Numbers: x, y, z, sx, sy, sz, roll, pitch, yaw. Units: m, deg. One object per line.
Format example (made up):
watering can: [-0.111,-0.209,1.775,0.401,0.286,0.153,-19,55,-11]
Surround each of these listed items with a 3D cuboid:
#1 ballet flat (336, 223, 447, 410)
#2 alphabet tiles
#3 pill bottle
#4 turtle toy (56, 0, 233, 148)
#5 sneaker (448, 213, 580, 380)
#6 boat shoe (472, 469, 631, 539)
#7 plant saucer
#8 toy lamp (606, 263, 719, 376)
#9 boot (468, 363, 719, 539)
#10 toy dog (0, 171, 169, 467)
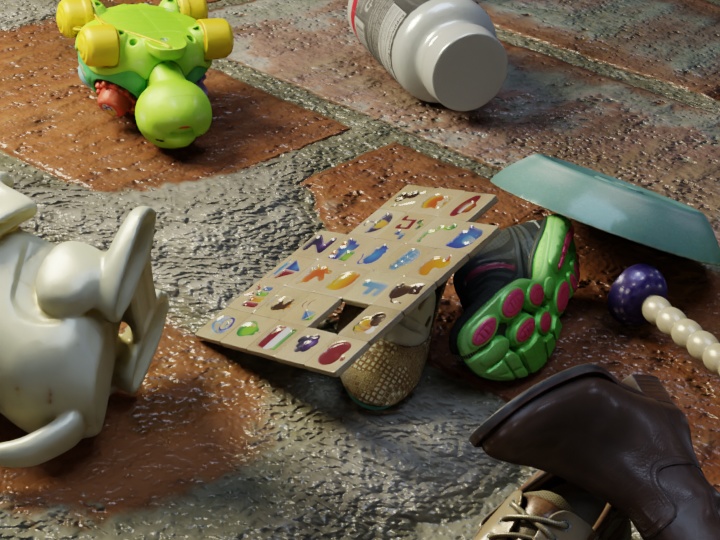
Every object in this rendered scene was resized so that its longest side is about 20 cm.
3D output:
ballet flat: [0.029,0.015,1.135,0.070,0.065,0.200,22,38,-6]
alphabet tiles: [0.000,0.000,1.120,0.200,0.008,0.167,-40,29,-27]
pill bottle: [0.070,-0.236,1.596,0.111,0.111,0.200,-5,30,-21]
turtle toy: [-0.192,-0.184,1.452,0.146,0.101,0.200,-7,31,-23]
sneaker: [0.105,0.023,1.180,0.084,0.077,0.200,-6,21,26]
boat shoe: [0.095,0.158,0.905,0.076,0.072,0.200,21,31,26]
plant saucer: [0.205,-0.055,1.288,0.200,0.036,0.200,19,9,-3]
toy lamp: [0.254,0.062,1.140,0.058,0.058,0.200,-8,29,-26]
boot: [0.166,0.149,0.859,0.186,0.064,0.200,-2,54,-46]
toy dog: [-0.245,0.034,1.030,0.200,0.140,0.194,13,65,9]
